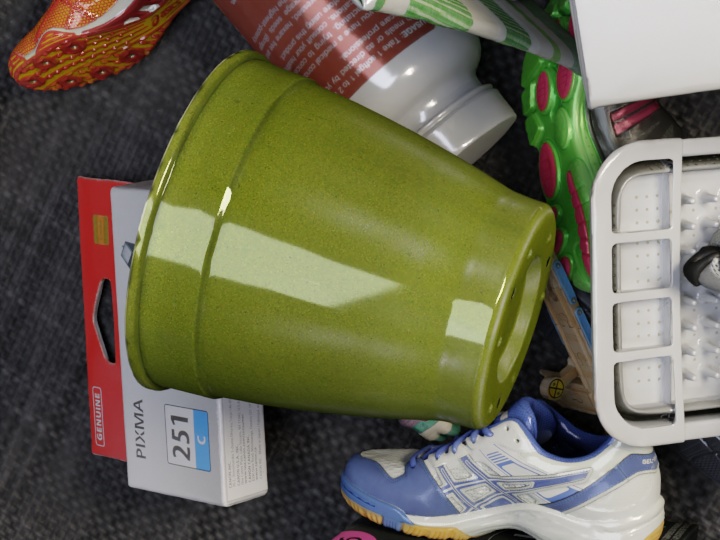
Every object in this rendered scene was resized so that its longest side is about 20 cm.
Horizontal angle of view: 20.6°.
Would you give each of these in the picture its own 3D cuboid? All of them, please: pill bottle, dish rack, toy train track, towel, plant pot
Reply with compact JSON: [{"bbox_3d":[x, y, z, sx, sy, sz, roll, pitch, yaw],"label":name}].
[{"bbox_3d":[-0.001,-0.142,1.204,0.112,0.112,0.200,-42,82,22],"label":"pill bottle"},{"bbox_3d":[0.216,0.006,1.134,0.200,0.044,0.172,-5,99,-18],"label":"dish rack"},{"bbox_3d":[0.123,0.050,1.180,0.115,0.033,0.200,8,131,55],"label":"toy train track"},{"bbox_3d":[0.030,-0.167,1.100,0.153,0.200,0.023,48,113,35],"label":"towel"},{"bbox_3d":[0.000,0.000,1.104,0.193,0.200,0.200,18,105,13],"label":"plant pot"}]

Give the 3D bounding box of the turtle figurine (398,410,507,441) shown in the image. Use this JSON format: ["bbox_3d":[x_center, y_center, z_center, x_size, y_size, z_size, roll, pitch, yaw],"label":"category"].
[{"bbox_3d":[0.015,0.028,1.237,0.200,0.101,0.150,8,91,30],"label":"turtle figurine"}]

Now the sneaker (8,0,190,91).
[{"bbox_3d":[-0.155,-0.189,1.292,0.200,0.073,0.077,-38,60,21],"label":"sneaker"}]

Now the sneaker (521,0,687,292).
[{"bbox_3d":[0.149,-0.085,1.185,0.077,0.084,0.200,-13,79,61],"label":"sneaker"}]

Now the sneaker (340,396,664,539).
[{"bbox_3d":[0.083,0.112,1.182,0.200,0.075,0.088,3,109,20],"label":"sneaker"}]

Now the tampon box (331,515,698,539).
[{"bbox_3d":[0.090,0.218,1.208,0.200,0.150,0.126,6,102,20],"label":"tampon box"}]

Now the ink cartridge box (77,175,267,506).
[{"bbox_3d":[-0.139,0.042,1.293,0.176,0.045,0.200,6,102,42],"label":"ink cartridge box"}]

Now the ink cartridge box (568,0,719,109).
[{"bbox_3d":[0.207,-0.176,1.003,0.200,0.147,0.145,-7,104,14],"label":"ink cartridge box"}]

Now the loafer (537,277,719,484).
[{"bbox_3d":[0.180,0.050,1.201,0.200,0.063,0.072,43,153,13],"label":"loafer"}]

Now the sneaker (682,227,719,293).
[{"bbox_3d":[0.224,0.036,1.090,0.115,0.075,0.200,16,98,-4],"label":"sneaker"}]
